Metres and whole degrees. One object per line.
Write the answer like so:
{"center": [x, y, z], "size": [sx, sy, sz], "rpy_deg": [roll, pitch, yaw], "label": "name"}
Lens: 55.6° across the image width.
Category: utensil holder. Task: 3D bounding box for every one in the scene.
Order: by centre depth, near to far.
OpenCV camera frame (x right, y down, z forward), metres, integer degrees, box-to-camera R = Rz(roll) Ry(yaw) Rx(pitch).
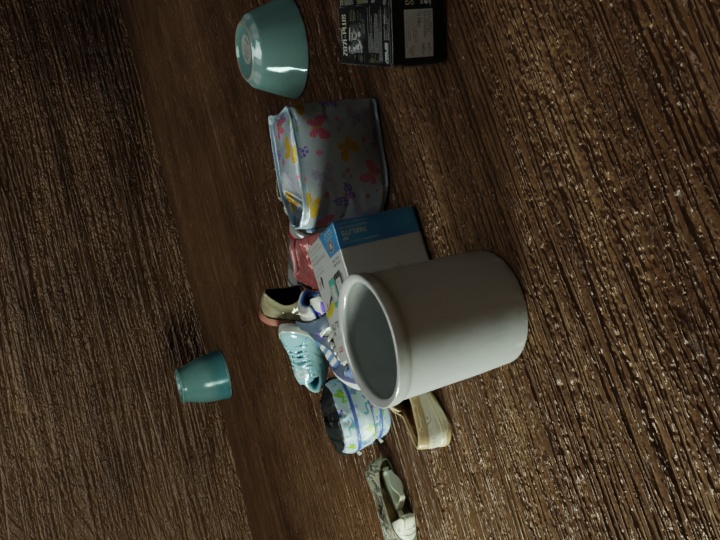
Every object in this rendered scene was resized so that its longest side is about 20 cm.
{"center": [0.093, 0.069, 0.892], "size": [0.170, 0.198, 0.172], "rpy_deg": [43, 140, 53], "label": "utensil holder"}

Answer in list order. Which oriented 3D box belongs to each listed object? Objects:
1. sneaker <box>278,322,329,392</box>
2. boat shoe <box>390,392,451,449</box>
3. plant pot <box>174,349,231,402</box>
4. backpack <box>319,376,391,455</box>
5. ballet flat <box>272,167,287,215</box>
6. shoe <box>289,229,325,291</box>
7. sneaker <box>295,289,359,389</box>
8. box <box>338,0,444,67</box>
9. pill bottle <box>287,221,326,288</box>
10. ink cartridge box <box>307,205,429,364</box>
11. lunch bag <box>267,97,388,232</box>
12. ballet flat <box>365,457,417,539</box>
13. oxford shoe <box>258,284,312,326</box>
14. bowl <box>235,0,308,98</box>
{"center": [-0.107, 0.176, 1.340], "size": [0.201, 0.073, 0.083], "rpy_deg": [59, -153, -50], "label": "sneaker"}
{"center": [0.079, 0.215, 1.153], "size": [0.201, 0.068, 0.074], "rpy_deg": [-124, 31, -43], "label": "boat shoe"}
{"center": [-0.630, 0.433, 2.707], "size": [0.200, 0.186, 0.203], "rpy_deg": [40, 136, 54], "label": "plant pot"}
{"center": [-0.015, 0.274, 1.322], "size": [0.200, 0.152, 0.165], "rpy_deg": [58, -160, -75], "label": "backpack"}
{"center": [-0.138, -0.159, 1.449], "size": [0.068, 0.072, 0.201], "rpy_deg": [70, 174, -61], "label": "ballet flat"}
{"center": [-0.060, 0.019, 1.283], "size": [0.090, 0.072, 0.202], "rpy_deg": [-10, 119, 26], "label": "shoe"}
{"center": [-0.046, 0.111, 1.204], "size": [0.200, 0.080, 0.147], "rpy_deg": [41, 163, 46], "label": "sneaker"}
{"center": [0.038, -0.387, 0.936], "size": [0.163, 0.085, 0.203], "rpy_deg": [31, 129, 59], "label": "box"}
{"center": [-0.092, -0.012, 1.378], "size": [0.111, 0.109, 0.202], "rpy_deg": [51, 145, 45], "label": "pill bottle"}
{"center": [0.025, 0.026, 1.089], "size": [0.147, 0.144, 0.202], "rpy_deg": [-39, 66, 64], "label": "ink cartridge box"}
{"center": [-0.053, -0.173, 1.140], "size": [0.127, 0.168, 0.203], "rpy_deg": [-1, 101, 64], "label": "lunch bag"}
{"center": [0.067, 0.457, 1.316], "size": [0.075, 0.067, 0.202], "rpy_deg": [-50, 52, 42], "label": "ballet flat"}
{"center": [-0.095, 0.066, 1.314], "size": [0.075, 0.197, 0.071], "rpy_deg": [102, 160, -46], "label": "oxford shoe"}
{"center": [-0.191, -0.451, 1.398], "size": [0.201, 0.104, 0.203], "rpy_deg": [42, 139, 52], "label": "bowl"}
